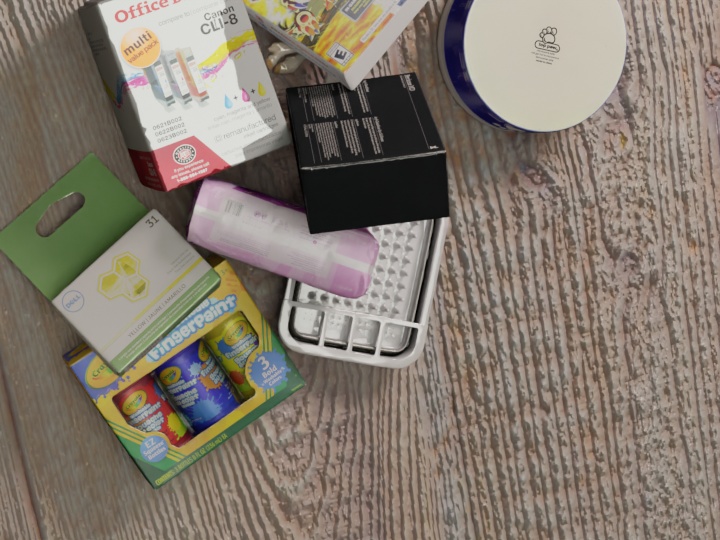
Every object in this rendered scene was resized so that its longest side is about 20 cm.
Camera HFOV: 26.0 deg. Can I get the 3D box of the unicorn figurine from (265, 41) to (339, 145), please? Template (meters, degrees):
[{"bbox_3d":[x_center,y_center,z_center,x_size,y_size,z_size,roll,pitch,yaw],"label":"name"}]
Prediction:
[{"bbox_3d":[-0.022,-0.183,1.678,0.137,0.074,0.200,-8,122,5],"label":"unicorn figurine"}]

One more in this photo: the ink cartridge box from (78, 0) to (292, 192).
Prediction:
[{"bbox_3d":[-0.182,-0.201,1.591,0.145,0.145,0.200,-23,102,-13],"label":"ink cartridge box"}]

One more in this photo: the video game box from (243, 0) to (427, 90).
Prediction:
[{"bbox_3d":[-0.017,-0.316,1.628,0.182,0.047,0.200,36,82,23],"label":"video game box"}]

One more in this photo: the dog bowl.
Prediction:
[{"bbox_3d":[0.192,-0.253,1.739,0.200,0.079,0.200,-3,98,-18],"label":"dog bowl"}]

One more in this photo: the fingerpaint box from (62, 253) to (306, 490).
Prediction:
[{"bbox_3d":[-0.187,0.106,1.667,0.200,0.073,0.167,-34,105,-11],"label":"fingerpaint box"}]

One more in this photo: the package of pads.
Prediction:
[{"bbox_3d":[-0.081,-0.035,1.622,0.200,0.121,0.076,19,92,-6],"label":"package of pads"}]

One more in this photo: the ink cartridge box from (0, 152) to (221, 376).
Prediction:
[{"bbox_3d":[-0.262,-0.011,1.601,0.146,0.048,0.200,-43,86,-11],"label":"ink cartridge box"}]

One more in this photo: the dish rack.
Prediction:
[{"bbox_3d":[0.000,0.000,1.730,0.172,0.044,0.200,11,94,-18],"label":"dish rack"}]

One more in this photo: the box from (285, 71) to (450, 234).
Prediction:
[{"bbox_3d":[0.005,-0.121,1.562,0.141,0.200,0.079,-9,120,-2],"label":"box"}]
